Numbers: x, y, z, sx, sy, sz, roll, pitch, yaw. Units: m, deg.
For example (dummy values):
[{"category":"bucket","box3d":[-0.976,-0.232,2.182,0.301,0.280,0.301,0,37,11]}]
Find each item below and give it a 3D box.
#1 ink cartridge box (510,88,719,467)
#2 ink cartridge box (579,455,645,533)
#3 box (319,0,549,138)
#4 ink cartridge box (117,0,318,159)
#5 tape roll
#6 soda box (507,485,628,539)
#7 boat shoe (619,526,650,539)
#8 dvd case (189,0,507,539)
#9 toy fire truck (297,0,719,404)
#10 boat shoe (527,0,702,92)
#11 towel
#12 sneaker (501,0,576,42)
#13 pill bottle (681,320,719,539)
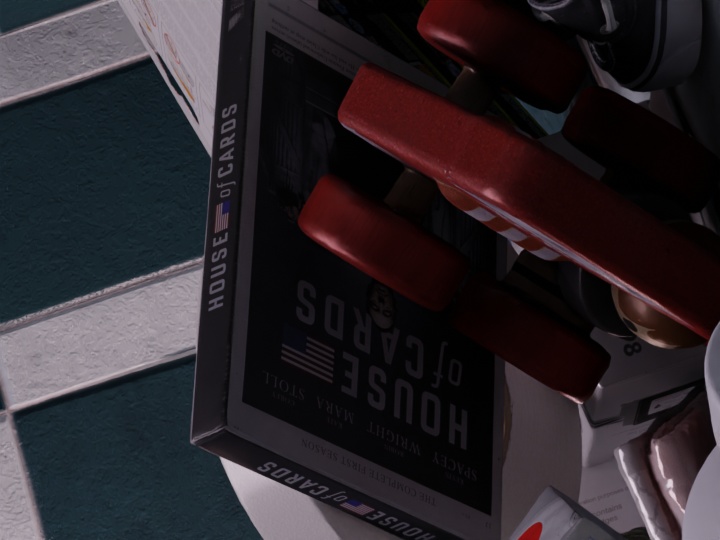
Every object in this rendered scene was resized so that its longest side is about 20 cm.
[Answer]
[{"category":"ink cartridge box","box3d":[0.113,0.004,1.196,0.200,0.066,0.117,83,169,-73]},{"category":"ink cartridge box","box3d":[0.096,0.108,1.353,0.147,0.145,0.201,77,173,-57]},{"category":"box","box3d":[0.014,-0.096,1.334,0.200,0.048,0.193,48,-165,7]},{"category":"ink cartridge box","box3d":[-0.071,-0.135,1.207,0.163,0.050,0.200,58,169,23]},{"category":"tape roll","box3d":[0.015,0.048,1.115,0.202,0.037,0.204,27,-128,-39]},{"category":"soda box","box3d":[0.129,0.160,0.934,0.199,0.064,0.068,36,180,-7]},{"category":"boat shoe","box3d":[0.117,0.138,1.107,0.200,0.071,0.063,-21,-54,-71]},{"category":"dvd case","box3d":[0.000,0.000,1.072,0.150,0.025,0.201,27,-128,-37]},{"category":"toy fire truck","box3d":[0.085,-0.012,0.999,0.199,0.113,0.168,32,-178,-33]},{"category":"boat shoe","box3d":[0.085,-0.118,0.988,0.200,0.067,0.072,81,170,-70]},{"category":"towel","box3d":[0.156,0.144,1.082,0.200,0.032,0.192,-12,-97,-75]},{"category":"sneaker","box3d":[0.045,-0.186,1.129,0.121,0.083,0.202,180,80,-81]},{"category":"pill bottle","box3d":[0.149,0.098,0.742,0.112,0.111,0.201,-113,6,-55]}]
